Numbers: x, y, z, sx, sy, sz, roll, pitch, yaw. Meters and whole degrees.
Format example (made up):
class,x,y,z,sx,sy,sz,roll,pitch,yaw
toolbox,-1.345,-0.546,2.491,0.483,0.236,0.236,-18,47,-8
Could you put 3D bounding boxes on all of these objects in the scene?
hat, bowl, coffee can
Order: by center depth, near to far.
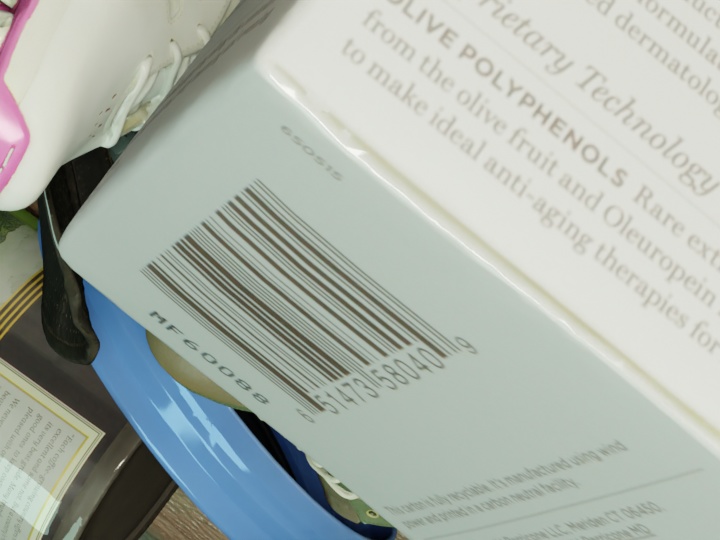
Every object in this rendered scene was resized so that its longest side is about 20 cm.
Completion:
class,x,y,z,sx,sy,sz,roll,pitch,yaw
hat,-0.084,-0.070,0.841,0.201,0.081,0.201,171,90,-79
bowl,-0.059,0.039,0.978,0.201,0.039,0.201,53,-171,-12
coffee can,-0.181,0.045,1.179,0.200,0.146,0.146,34,158,9

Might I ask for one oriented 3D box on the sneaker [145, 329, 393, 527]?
class,x,y,z,sx,sy,sz,roll,pitch,yaw
sneaker,0.003,0.059,0.881,0.200,0.067,0.090,12,130,-28

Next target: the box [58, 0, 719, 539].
class,x,y,z,sx,sy,sz,roll,pitch,yaw
box,0.065,-0.026,0.609,0.200,0.171,0.199,38,159,-8

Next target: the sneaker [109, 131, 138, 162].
class,x,y,z,sx,sy,sz,roll,pitch,yaw
sneaker,0.000,0.000,0.789,0.200,0.074,0.085,22,124,-26

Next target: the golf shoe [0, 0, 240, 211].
class,x,y,z,sx,sy,sz,roll,pitch,yaw
golf shoe,-0.057,-0.077,0.709,0.091,0.200,0.075,32,131,-7
